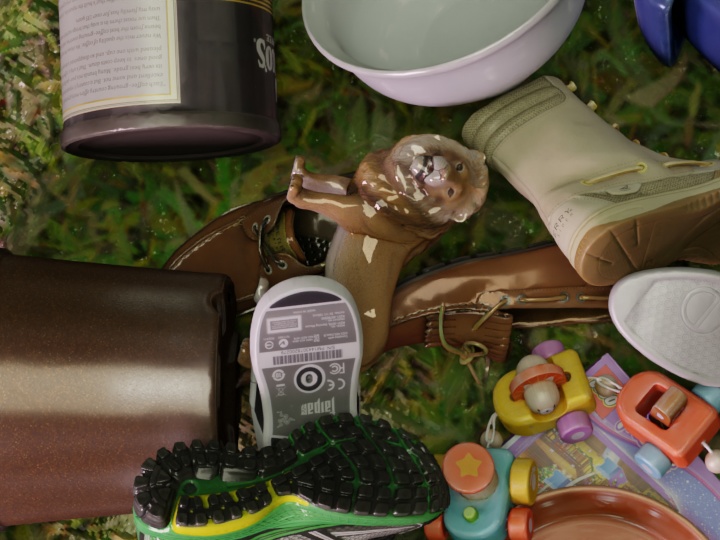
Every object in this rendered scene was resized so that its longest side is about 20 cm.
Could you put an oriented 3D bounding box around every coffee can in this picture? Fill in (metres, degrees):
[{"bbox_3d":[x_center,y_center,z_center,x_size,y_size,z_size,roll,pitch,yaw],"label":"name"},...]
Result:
[{"bbox_3d":[-0.130,-0.182,1.330,0.145,0.146,0.201,-3,85,5],"label":"coffee can"}]

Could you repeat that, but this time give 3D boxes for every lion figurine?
[{"bbox_3d":[0.000,0.000,1.287,0.122,0.073,0.201,17,106,-5],"label":"lion figurine"}]

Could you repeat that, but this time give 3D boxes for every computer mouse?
[{"bbox_3d":[-0.032,0.088,1.261,0.109,0.044,0.201,-4,115,-9],"label":"computer mouse"}]

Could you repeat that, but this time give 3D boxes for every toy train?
[{"bbox_3d":[0.129,0.116,1.265,0.200,0.056,0.150,-43,57,-9],"label":"toy train"}]

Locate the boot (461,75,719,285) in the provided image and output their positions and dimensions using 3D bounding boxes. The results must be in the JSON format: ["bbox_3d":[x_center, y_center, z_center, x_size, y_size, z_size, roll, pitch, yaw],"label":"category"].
[{"bbox_3d":[0.181,-0.069,1.324,0.199,0.073,0.156,-14,45,-31],"label":"boot"}]

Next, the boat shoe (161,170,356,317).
[{"bbox_3d":[-0.050,-0.024,1.350,0.199,0.068,0.072,-26,85,4],"label":"boat shoe"}]

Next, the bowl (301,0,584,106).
[{"bbox_3d":[0.069,-0.176,1.321,0.200,0.091,0.202,-15,47,17],"label":"bowl"}]

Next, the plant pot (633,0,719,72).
[{"bbox_3d":[0.280,-0.207,1.275,0.179,0.200,0.201,21,88,12],"label":"plant pot"}]

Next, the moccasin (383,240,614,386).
[{"bbox_3d":[0.088,0.031,1.336,0.200,0.074,0.078,-12,75,-5],"label":"moccasin"}]

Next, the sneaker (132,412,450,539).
[{"bbox_3d":[-0.042,0.143,1.229,0.199,0.085,0.078,-3,48,-13],"label":"sneaker"}]

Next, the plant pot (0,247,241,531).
[{"bbox_3d":[-0.180,0.075,1.294,0.197,0.200,0.202,-1,86,2],"label":"plant pot"}]

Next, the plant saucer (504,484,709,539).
[{"bbox_3d":[0.149,0.239,1.292,0.199,0.032,0.202,0,86,7],"label":"plant saucer"}]

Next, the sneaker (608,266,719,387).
[{"bbox_3d":[0.246,0.035,1.297,0.199,0.099,0.071,11,99,-10],"label":"sneaker"}]

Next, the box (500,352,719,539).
[{"bbox_3d":[0.178,0.174,1.329,0.137,0.039,0.200,-41,83,2],"label":"box"}]
